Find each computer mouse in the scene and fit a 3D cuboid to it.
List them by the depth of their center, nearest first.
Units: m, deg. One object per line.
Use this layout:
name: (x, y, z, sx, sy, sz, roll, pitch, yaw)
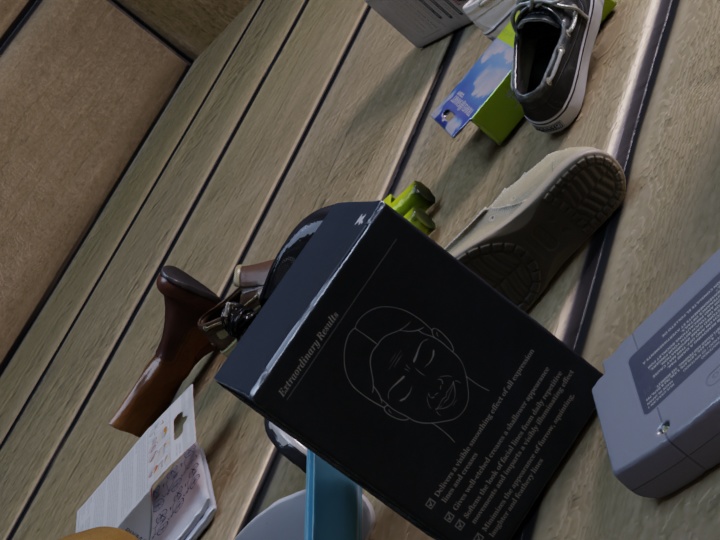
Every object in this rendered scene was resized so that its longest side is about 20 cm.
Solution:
computer mouse: (-0.070, -0.006, 1.623, 0.200, 0.053, 0.138, -46, -19, 4)

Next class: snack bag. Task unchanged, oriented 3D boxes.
snack bag: (-0.221, 0.286, 1.565, 0.200, 0.021, 0.189, -52, 16, 4)

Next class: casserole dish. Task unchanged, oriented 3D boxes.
casserole dish: (-0.020, 0.169, 1.070, 0.121, 0.039, 0.201, 104, 167, -69)

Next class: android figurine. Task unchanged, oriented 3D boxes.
android figurine: (0.000, 0.000, 1.518, 0.200, 0.041, 0.182, -46, 17, 21)

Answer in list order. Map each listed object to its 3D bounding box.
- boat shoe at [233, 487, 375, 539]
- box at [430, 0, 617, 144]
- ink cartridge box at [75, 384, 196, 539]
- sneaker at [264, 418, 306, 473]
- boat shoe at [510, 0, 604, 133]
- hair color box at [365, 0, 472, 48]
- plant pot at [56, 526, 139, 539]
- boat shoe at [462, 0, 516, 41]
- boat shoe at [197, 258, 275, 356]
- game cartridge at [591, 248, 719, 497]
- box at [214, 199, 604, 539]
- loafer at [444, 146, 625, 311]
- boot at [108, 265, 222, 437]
boat shoe: (-0.067, 0.234, 1.169, 0.200, 0.072, 0.066, -41, -16, 11)
box: (0.159, -0.208, 1.497, 0.200, 0.048, 0.122, -50, 17, 7)
ink cartridge box: (-0.225, 0.231, 1.581, 0.200, 0.047, 0.160, -48, 17, 8)
sneaker: (-0.031, 0.106, 1.322, 0.083, 0.072, 0.200, -46, 17, 18)
boat shoe: (0.171, -0.224, 1.375, 0.073, 0.068, 0.200, -6, 57, 37)
hair color box: (0.094, -0.354, 1.902, 0.061, 0.100, 0.200, -56, 16, -16)
plant pot: (-0.264, 0.320, 1.373, 0.186, 0.186, 0.200, -45, 4, 24)
boat shoe: (0.194, -0.346, 1.663, 0.200, 0.065, 0.074, -50, 15, 8)
boat shoe: (-0.115, 0.022, 1.731, 0.202, 0.075, 0.075, -45, 17, 24)
game cartridge: (0.215, 0.035, 0.848, 0.200, 0.041, 0.133, -47, 21, 20)
box: (0.032, 0.072, 0.980, 0.149, 0.200, 0.107, -55, 16, -9)
loafer: (0.122, -0.021, 1.173, 0.200, 0.076, 0.068, -40, 17, 10)
boot: (-0.246, 0.101, 1.814, 0.200, 0.068, 0.188, -53, -17, -6)
